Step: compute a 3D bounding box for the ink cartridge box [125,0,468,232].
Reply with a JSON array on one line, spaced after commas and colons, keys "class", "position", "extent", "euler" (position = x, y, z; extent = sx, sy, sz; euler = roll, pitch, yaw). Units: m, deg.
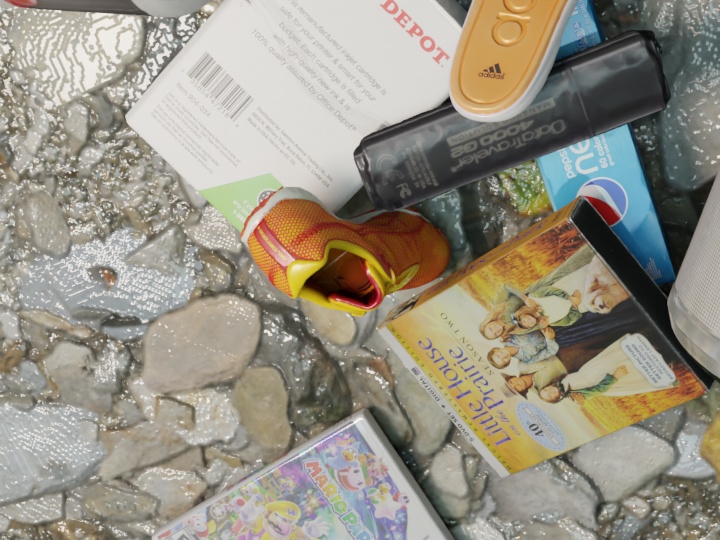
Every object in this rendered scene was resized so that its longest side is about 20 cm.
[{"class": "ink cartridge box", "position": [-0.032, -0.128, 0.931], "extent": [0.145, 0.084, 0.200], "euler": [44, 109, -7]}]

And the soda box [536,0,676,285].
[{"class": "soda box", "position": [0.146, -0.085, 0.924], "extent": [0.063, 0.068, 0.202], "euler": [-16, 104, 14]}]

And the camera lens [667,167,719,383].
[{"class": "camera lens", "position": [0.279, -0.021, 0.821], "extent": [0.158, 0.160, 0.202], "euler": [18, 113, 3]}]

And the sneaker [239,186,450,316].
[{"class": "sneaker", "position": [0.000, 0.000, 0.914], "extent": [0.073, 0.199, 0.077], "euler": [-49, 63, 24]}]

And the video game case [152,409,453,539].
[{"class": "video game case", "position": [-0.039, 0.211, 1.067], "extent": [0.199, 0.018, 0.144], "euler": [-31, 99, 17]}]

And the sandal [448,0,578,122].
[{"class": "sandal", "position": [0.101, -0.188, 0.845], "extent": [0.078, 0.059, 0.209], "euler": [9, 66, 20]}]

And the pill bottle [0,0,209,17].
[{"class": "pill bottle", "position": [-0.146, -0.214, 0.874], "extent": [0.198, 0.110, 0.112], "euler": [9, 111, 31]}]

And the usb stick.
[{"class": "usb stick", "position": [0.093, -0.091, 0.872], "extent": [0.198, 0.033, 0.056], "euler": [-21, 117, 10]}]

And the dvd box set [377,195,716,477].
[{"class": "dvd box set", "position": [0.119, 0.051, 0.944], "extent": [0.147, 0.029, 0.199], "euler": [50, 136, -8]}]
